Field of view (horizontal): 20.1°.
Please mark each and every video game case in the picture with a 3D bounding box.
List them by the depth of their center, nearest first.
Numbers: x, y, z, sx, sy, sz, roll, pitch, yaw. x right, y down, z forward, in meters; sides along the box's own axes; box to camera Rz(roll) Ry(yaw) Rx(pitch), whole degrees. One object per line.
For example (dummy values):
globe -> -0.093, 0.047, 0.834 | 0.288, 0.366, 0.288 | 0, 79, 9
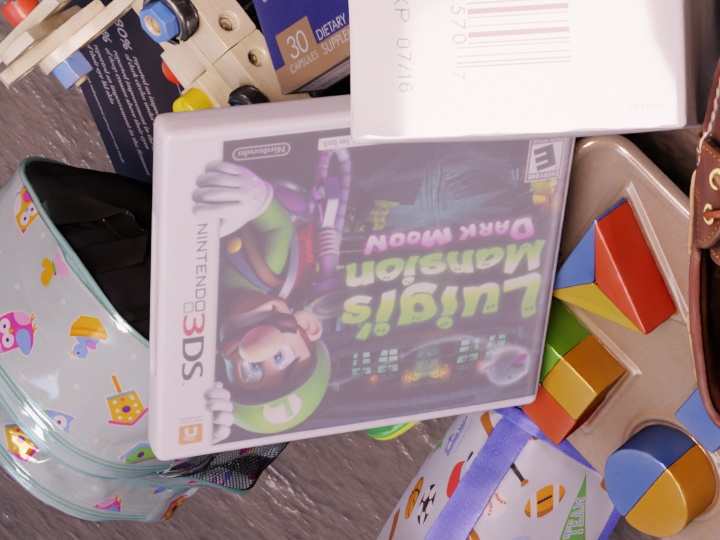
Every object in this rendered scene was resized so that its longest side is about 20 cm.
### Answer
video game case -> 0.000, 0.000, 0.953 | 0.023, 0.199, 0.182 | -121, 29, -50

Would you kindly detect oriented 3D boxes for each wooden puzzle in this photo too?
wooden puzzle -> 0.144, 0.054, 1.009 | 0.200, 0.046, 0.185 | 43, 141, 10

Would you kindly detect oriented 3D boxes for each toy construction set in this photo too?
toy construction set -> -0.083, -0.085, 1.007 | 0.200, 0.092, 0.131 | 39, 152, -12

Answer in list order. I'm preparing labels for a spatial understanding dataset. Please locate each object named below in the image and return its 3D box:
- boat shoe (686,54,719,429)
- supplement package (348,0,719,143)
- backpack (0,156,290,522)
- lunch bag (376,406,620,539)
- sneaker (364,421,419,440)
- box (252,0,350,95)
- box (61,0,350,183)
boat shoe -> 0.147, -0.020, 0.695 | 0.070, 0.070, 0.200 | 26, 145, 32
supplement package -> 0.073, -0.108, 0.756 | 0.117, 0.200, 0.117 | -2, 94, 16
backpack -> -0.130, 0.036, 1.059 | 0.176, 0.153, 0.200 | 54, -170, 24
lunch bag -> 0.072, 0.162, 1.182 | 0.124, 0.170, 0.200 | 32, 179, 16
sneaker -> 0.017, -0.002, 1.057 | 0.074, 0.083, 0.201 | -116, 33, -52
box -> -0.021, -0.194, 0.923 | 0.121, 0.032, 0.201 | -26, 78, 49
box -> -0.059, -0.112, 1.127 | 0.199, 0.104, 0.148 | 20, 142, 36
